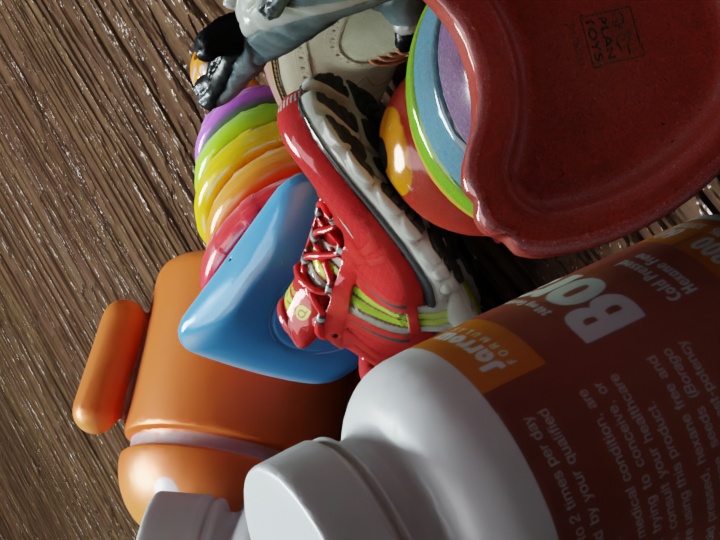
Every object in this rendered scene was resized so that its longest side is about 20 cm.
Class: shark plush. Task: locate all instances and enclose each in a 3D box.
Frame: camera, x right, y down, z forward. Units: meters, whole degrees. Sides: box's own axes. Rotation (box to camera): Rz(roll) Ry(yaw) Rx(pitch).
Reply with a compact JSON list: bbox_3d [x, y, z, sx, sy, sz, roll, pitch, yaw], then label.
[{"bbox_3d":[-0.002,-0.102,0.670,0.200,0.083,0.091,-42,37,34],"label":"shark plush"}]

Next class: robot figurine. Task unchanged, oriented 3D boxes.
[{"bbox_3d":[-0.062,0.067,0.946,0.116,0.143,0.202,-8,64,45],"label":"robot figurine"}]

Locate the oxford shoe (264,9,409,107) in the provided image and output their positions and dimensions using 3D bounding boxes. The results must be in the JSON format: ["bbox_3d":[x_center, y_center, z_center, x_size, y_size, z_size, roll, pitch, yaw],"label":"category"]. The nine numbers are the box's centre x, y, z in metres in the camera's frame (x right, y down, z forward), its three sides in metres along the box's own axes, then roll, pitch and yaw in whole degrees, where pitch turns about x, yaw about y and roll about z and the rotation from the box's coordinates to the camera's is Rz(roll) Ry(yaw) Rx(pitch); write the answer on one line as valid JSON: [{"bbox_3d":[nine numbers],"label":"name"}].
[{"bbox_3d":[0.007,-0.109,0.752,0.074,0.070,0.201,52,155,20],"label":"oxford shoe"}]

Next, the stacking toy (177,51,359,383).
[{"bbox_3d":[-0.047,-0.049,0.891,0.116,0.109,0.201,-52,43,25],"label":"stacking toy"}]

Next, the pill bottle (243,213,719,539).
[{"bbox_3d":[0.066,0.065,0.604,0.112,0.199,0.113,47,150,38],"label":"pill bottle"}]

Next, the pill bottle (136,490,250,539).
[{"bbox_3d":[-0.005,0.164,0.836,0.114,0.198,0.116,7,-90,-85],"label":"pill bottle"}]

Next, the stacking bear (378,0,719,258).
[{"bbox_3d":[0.060,-0.059,0.628,0.200,0.113,0.123,142,114,-78],"label":"stacking bear"}]

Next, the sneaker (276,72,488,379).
[{"bbox_3d":[0.000,0.000,0.759,0.200,0.084,0.077,60,-169,-49],"label":"sneaker"}]
